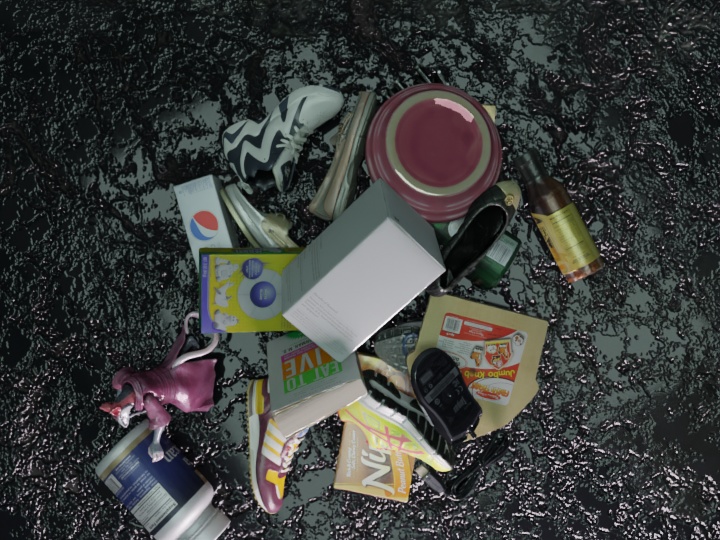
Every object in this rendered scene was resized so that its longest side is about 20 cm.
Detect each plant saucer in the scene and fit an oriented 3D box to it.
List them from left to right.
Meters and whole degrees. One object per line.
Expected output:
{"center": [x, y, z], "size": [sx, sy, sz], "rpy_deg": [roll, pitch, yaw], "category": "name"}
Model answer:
{"center": [0.105, -0.171, 1.258], "size": [0.196, 0.051, 0.205], "rpy_deg": [1, 78, -5], "category": "plant saucer"}

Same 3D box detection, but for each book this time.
{"center": [-0.065, 0.140, 1.285], "size": [0.132, 0.201, 0.049], "rpy_deg": [-25, 116, 2], "category": "book"}

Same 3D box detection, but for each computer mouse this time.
{"center": [0.109, 0.214, 1.236], "size": [0.140, 0.046, 0.201], "rpy_deg": [-45, 107, -19], "category": "computer mouse"}

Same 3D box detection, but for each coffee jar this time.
{"center": [0.133, -0.059, 1.317], "size": [0.198, 0.104, 0.086], "rpy_deg": [34, 83, 3], "category": "coffee jar"}

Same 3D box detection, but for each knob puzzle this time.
{"center": [0.157, 0.145, 1.277], "size": [0.214, 0.030, 0.225], "rpy_deg": [-1, 100, -3], "category": "knob puzzle"}

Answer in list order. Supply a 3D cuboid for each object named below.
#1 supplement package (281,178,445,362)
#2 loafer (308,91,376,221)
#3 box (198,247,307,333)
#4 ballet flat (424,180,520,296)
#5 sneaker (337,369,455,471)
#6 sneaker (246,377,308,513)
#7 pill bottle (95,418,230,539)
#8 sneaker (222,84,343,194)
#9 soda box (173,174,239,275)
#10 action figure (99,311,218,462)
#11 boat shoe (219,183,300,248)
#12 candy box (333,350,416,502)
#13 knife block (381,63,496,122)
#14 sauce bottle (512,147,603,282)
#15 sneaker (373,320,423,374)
{"center": [0.000, 0.000, 1.210], "size": [0.199, 0.118, 0.117], "rpy_deg": [-42, 115, 19], "category": "supplement package"}
{"center": [-0.028, -0.173, 1.344], "size": [0.062, 0.072, 0.204], "rpy_deg": [16, 94, 10], "category": "loafer"}
{"center": [-0.133, 0.028, 1.296], "size": [0.196, 0.048, 0.120], "rpy_deg": [-2, 104, -16], "category": "box"}
{"center": [0.159, -0.041, 1.227], "size": [0.066, 0.057, 0.201], "rpy_deg": [43, 79, -21], "category": "ballet flat"}
{"center": [0.051, 0.228, 1.291], "size": [0.199, 0.079, 0.090], "rpy_deg": [40, 118, -11], "category": "sneaker"}
{"center": [-0.119, 0.261, 1.347], "size": [0.088, 0.075, 0.205], "rpy_deg": [-6, 91, 8], "category": "sneaker"}
{"center": [-0.289, 0.330, 1.338], "size": [0.111, 0.111, 0.200], "rpy_deg": [-43, 89, 2], "category": "pill bottle"}
{"center": [-0.103, -0.179, 1.316], "size": [0.196, 0.080, 0.132], "rpy_deg": [-21, 63, 4], "category": "sneaker"}
{"center": [-0.218, -0.036, 1.352], "size": [0.062, 0.068, 0.204], "rpy_deg": [-16, 89, 2], "category": "soda box"}
{"center": [-0.283, 0.168, 1.291], "size": [0.133, 0.199, 0.150], "rpy_deg": [39, 116, 19], "category": "action figure"}
{"center": [-0.132, -0.055, 1.350], "size": [0.068, 0.075, 0.201], "rpy_deg": [-37, 99, 1], "category": "boat shoe"}
{"center": [0.032, 0.232, 1.348], "size": [0.113, 0.055, 0.205], "rpy_deg": [11, 91, 0], "category": "candy box"}
{"center": [0.112, -0.199, 1.337], "size": [0.171, 0.064, 0.205], "rpy_deg": [4, 91, 3], "category": "knife block"}
{"center": [0.289, -0.083, 1.331], "size": [0.065, 0.066, 0.203], "rpy_deg": [-27, 87, 3], "category": "sauce bottle"}
{"center": [0.116, 0.104, 1.327], "size": [0.195, 0.087, 0.076], "rpy_deg": [-3, 104, -4], "category": "sneaker"}
